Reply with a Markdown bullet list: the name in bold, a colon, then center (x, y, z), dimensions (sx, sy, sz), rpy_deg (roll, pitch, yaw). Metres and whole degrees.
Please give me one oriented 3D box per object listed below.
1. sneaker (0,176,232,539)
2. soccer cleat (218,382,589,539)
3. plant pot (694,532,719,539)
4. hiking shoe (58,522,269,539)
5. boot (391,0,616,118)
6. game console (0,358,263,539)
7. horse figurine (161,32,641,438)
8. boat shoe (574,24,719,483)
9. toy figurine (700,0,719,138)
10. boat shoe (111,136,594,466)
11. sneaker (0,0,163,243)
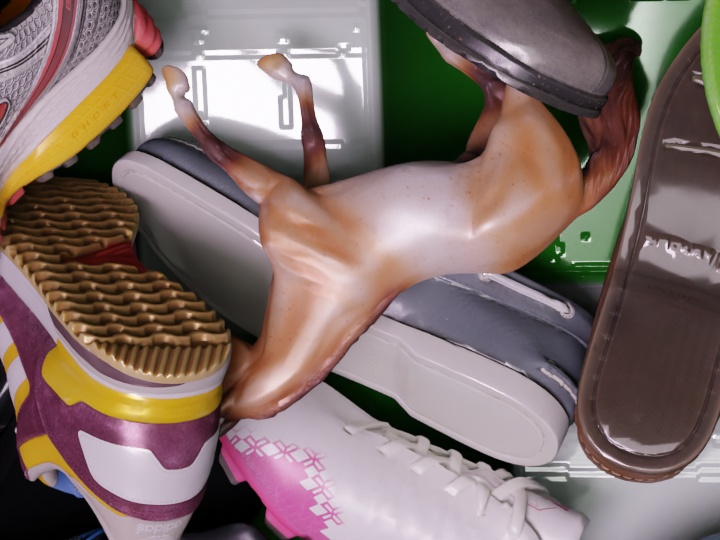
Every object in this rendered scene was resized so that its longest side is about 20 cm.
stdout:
- **sneaker**: center (-0.107, 0.030, 1.032), dimensions (0.075, 0.200, 0.090), rpy_deg (2, 112, -22)
- **soccer cleat**: center (0.034, 0.093, 1.081), dimensions (0.200, 0.070, 0.086), rpy_deg (44, 121, -12)
- **plant pot**: center (0.160, 0.211, 1.030), dimensions (0.200, 0.134, 0.201), rpy_deg (-3, 115, -6)
- **hiking shoe**: center (-0.123, 0.125, 1.042), dimensions (0.074, 0.200, 0.087), rpy_deg (63, 143, 30)
- **boot**: center (0.047, -0.158, 0.991), dimensions (0.131, 0.068, 0.200), rpy_deg (-49, 62, 17)
- **game console**: center (-0.166, 0.107, 1.141), dimensions (0.176, 0.116, 0.200), rpy_deg (38, 107, 29)
- **horse figurine**: center (0.019, -0.034, 1.026), dimensions (0.200, 0.050, 0.133), rpy_deg (-18, 68, -5)
- **boat shoe**: center (0.127, -0.019, 1.046), dimensions (0.072, 0.068, 0.200), rpy_deg (26, 84, 7)
- **toy figurine**: center (0.201, -0.111, 0.935), dimensions (0.150, 0.184, 0.200), rpy_deg (-21, 87, -13)
- **boat shoe**: center (0.000, 0.000, 1.082), dimensions (0.200, 0.073, 0.062), rpy_deg (30, 62, 7)
- **sneaker**: center (-0.159, -0.048, 0.999), dimensions (0.078, 0.200, 0.082), rpy_deg (12, 144, 43)
